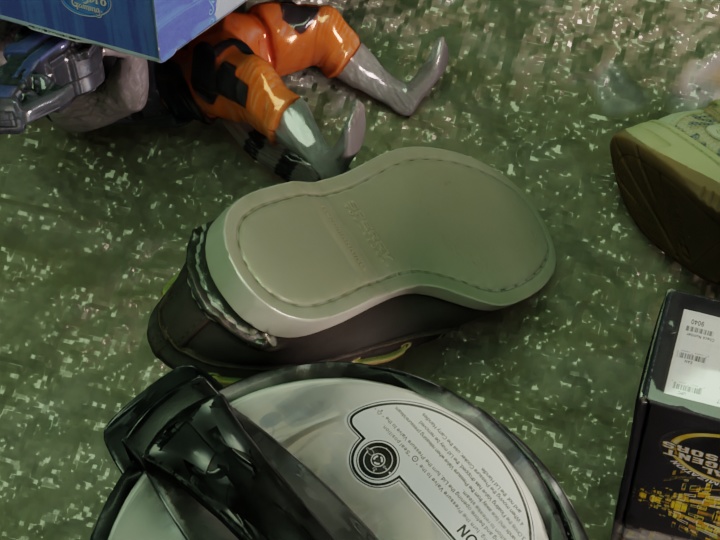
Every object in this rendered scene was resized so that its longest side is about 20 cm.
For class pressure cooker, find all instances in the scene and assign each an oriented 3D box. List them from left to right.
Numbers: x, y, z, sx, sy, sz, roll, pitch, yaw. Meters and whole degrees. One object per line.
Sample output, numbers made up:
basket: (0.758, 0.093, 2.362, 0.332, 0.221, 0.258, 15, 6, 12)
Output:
pressure cooker: (-0.006, 0.130, 0.744, 0.174, 0.200, 0.180, 4, 67, 8)

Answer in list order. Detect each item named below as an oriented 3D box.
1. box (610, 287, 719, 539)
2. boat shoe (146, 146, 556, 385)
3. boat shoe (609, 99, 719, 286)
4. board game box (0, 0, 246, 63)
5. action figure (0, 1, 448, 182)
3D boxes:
box: (0.193, 0.078, 0.776, 0.198, 0.161, 0.049, 14, 69, 8)
boat shoe: (0.000, 0.000, 0.832, 0.061, 0.200, 0.072, -40, 71, 34)
boat shoe: (0.173, -0.014, 0.836, 0.062, 0.074, 0.200, -29, 42, -16)
board game box: (-0.101, -0.165, 0.889, 0.199, 0.044, 0.199, 17, 39, 28)
action figure: (-0.082, -0.071, 0.887, 0.192, 0.105, 0.200, 15, 37, 16)
